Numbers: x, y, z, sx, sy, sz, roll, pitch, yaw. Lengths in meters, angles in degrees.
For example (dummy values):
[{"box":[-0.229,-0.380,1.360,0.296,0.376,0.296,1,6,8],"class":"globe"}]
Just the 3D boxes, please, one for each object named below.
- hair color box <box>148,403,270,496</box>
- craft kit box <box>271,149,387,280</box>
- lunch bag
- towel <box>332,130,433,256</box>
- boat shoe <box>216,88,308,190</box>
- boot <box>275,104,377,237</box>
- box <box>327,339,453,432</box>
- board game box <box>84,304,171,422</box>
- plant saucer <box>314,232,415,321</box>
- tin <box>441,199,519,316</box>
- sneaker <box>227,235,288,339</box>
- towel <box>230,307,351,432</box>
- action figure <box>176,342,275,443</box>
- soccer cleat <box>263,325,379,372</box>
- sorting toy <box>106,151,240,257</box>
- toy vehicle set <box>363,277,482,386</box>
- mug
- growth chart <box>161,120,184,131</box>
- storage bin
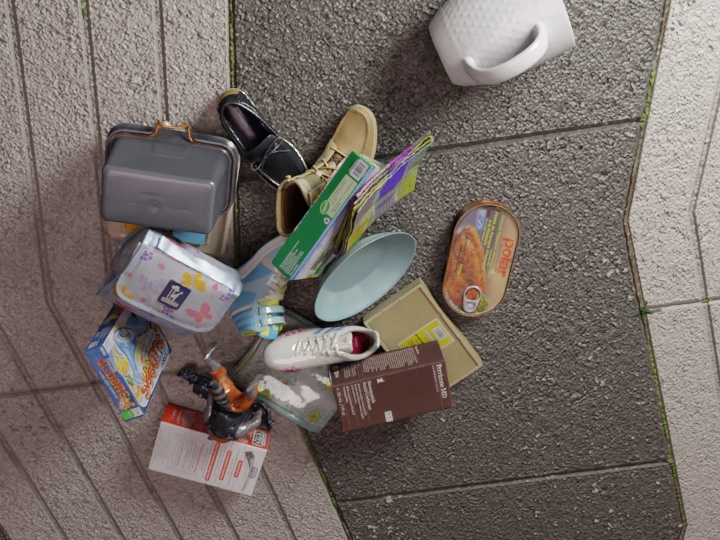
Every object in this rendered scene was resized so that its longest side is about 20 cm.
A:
[{"box":[-0.277,0.330,1.400,0.198,0.064,0.112,18,112,-7],"class":"hair color box"},{"box":[-0.029,-0.079,1.141,0.048,0.197,0.201,40,101,14],"class":"craft kit box"},{"box":[-0.293,0.016,1.170,0.169,0.128,0.199,31,151,-26],"class":"lunch bag"},{"box":[0.034,-0.110,1.126,0.023,0.200,0.144,39,147,12],"class":"towel"},{"box":[-0.151,-0.190,1.175,0.074,0.062,0.201,-34,111,11],"class":"boat shoe"},{"box":[-0.053,-0.149,1.140,0.072,0.155,0.202,33,115,15],"class":"boot"},{"box":[0.052,0.199,1.304,0.197,0.075,0.101,-14,115,-2],"class":"box"},{"box":[-0.372,0.131,1.235,0.034,0.201,0.137,-19,113,7],"class":"board game box"},{"box":[0.000,0.000,1.225,0.201,0.200,0.039,-46,65,17],"class":"plant saucer"},{"box":[0.199,-0.020,1.268,0.110,0.042,0.202,10,113,-1],"class":"tin"},{"box":[-0.136,0.034,1.234,0.199,0.079,0.132,-37,69,22],"class":"sneaker"},{"box":[-0.107,0.178,1.344,0.199,0.048,0.172,32,110,-14],"class":"towel"},{"box":[-0.247,0.219,1.296,0.198,0.105,0.195,21,129,13],"class":"action figure"},{"box":[-0.060,0.123,1.257,0.198,0.086,0.071,-7,82,-23],"class":"soccer cleat"},{"box":[-0.299,-0.119,1.198,0.197,0.037,0.187,12,115,-5],"class":"sorting toy"},{"box":[0.110,0.124,1.335,0.124,0.027,0.201,-33,110,13],"class":"toy vehicle set"},{"box":[0.193,-0.325,1.048,0.174,0.201,0.148,-24,130,15],"class":"mug"},{"box":[-0.279,-0.123,1.226,0.143,0.018,0.202,22,114,-9],"class":"growth chart"},{"box":[-0.281,-0.133,1.102,0.197,0.135,0.147,7,116,-9],"class":"storage bin"}]
